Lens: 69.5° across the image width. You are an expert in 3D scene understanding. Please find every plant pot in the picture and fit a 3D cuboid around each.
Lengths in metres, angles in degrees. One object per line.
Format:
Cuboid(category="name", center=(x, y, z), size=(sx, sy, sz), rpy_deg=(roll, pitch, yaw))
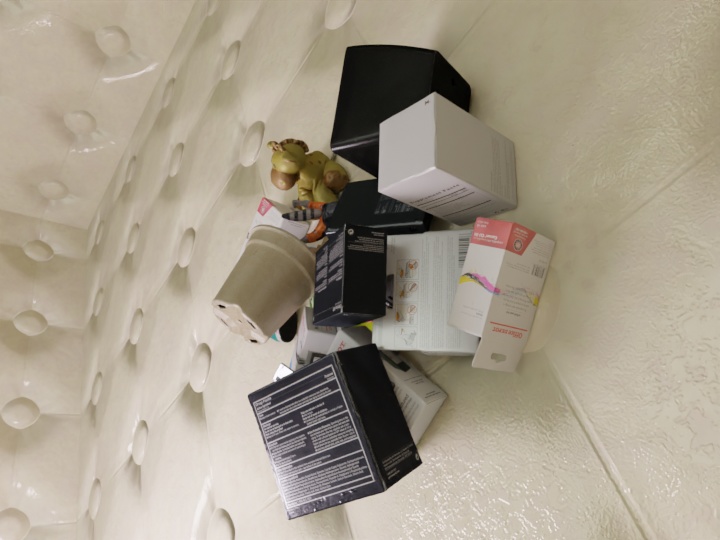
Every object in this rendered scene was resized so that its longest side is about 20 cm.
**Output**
Cuboid(category="plant pot", center=(0.086, -0.285, 0.936), size=(0.176, 0.199, 0.201), rpy_deg=(1, 79, 40))
Cuboid(category="plant pot", center=(-0.199, 0.041, 1.064), size=(0.200, 0.201, 0.184), rpy_deg=(-8, 38, 49))

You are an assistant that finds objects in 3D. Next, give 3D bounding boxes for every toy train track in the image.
Cuboid(category="toy train track", center=(-0.099, -0.036, 1.195), size=(0.200, 0.032, 0.116), rpy_deg=(9, 75, 59))

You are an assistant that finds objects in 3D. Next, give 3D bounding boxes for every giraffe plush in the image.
Cuboid(category="giraffe plush", center=(-0.136, -0.230, 1.197), size=(0.172, 0.161, 0.202), rpy_deg=(-2, 78, 50))

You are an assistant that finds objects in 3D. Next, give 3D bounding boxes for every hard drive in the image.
Cuboid(category="hard drive", center=(0.042, -0.119, 0.957), size=(0.199, 0.033, 0.140), rpy_deg=(-2, 49, 30))

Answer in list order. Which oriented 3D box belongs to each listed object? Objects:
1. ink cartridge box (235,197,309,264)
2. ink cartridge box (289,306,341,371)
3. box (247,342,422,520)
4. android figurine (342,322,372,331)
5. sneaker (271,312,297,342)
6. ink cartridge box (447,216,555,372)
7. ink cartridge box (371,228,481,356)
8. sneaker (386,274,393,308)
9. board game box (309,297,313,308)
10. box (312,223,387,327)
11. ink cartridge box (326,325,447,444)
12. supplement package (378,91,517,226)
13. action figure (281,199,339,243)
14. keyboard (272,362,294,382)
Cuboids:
Cuboid(category="ink cartridge box", center=(-0.228, -0.062, 1.320), size=(0.146, 0.084, 0.201), rpy_deg=(40, 108, 49))
Cuboid(category="ink cartridge box", center=(-0.093, 0.153, 1.048), size=(0.116, 0.066, 0.202), rpy_deg=(-113, 38, -69))
Cuboid(category="box", center=(-0.042, 0.243, 0.801), size=(0.199, 0.123, 0.200), rpy_deg=(-30, 76, 30))
Cuboid(category="android figurine", center=(0.003, 0.175, 1.000), size=(0.181, 0.041, 0.202), rpy_deg=(-23, 63, 45))
Cuboid(category="sneaker", center=(-0.206, 0.071, 1.258), size=(0.120, 0.083, 0.202), rpy_deg=(-4, 77, 40))
Cuboid(category="ink cartridge box", center=(0.197, 0.037, 0.745), size=(0.067, 0.116, 0.202), rpy_deg=(17, 91, 50))
Cuboid(category="ink cartridge box", center=(0.110, 0.037, 0.851), size=(0.172, 0.044, 0.202), rpy_deg=(-3, 75, 22))
Cuboid(category="sneaker", center=(0.054, -0.004, 0.965), size=(0.116, 0.075, 0.201), rpy_deg=(-49, 48, 26))
Cuboid(category="board game box", center=(-0.045, 0.037, 1.111), size=(0.199, 0.030, 0.096), rpy_deg=(-28, 56, 39))
Cuboid(category="box", center=(-0.023, 0.018, 0.886), size=(0.200, 0.078, 0.142), rpy_deg=(149, 127, -69))
Cuboid(category="ink cartridge box", center=(0.022, 0.211, 0.884), size=(0.200, 0.084, 0.147), rpy_deg=(37, 109, 29))
Cuboid(category="supplement package", center=(0.138, -0.164, 0.815), size=(0.119, 0.199, 0.122), rpy_deg=(-15, 66, 47))
Cuboid(category="action figure", center=(-0.057, -0.090, 1.071), size=(0.192, 0.105, 0.201), rpy_deg=(-11, 58, 18))
Cuboid(category="keyboard", center=(-0.079, 0.248, 0.986), size=(0.199, 0.011, 0.056), rpy_deg=(34, 122, 5))
